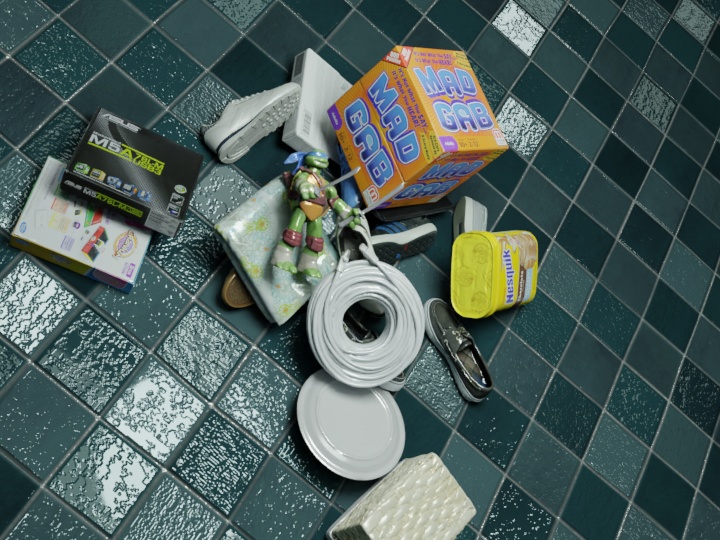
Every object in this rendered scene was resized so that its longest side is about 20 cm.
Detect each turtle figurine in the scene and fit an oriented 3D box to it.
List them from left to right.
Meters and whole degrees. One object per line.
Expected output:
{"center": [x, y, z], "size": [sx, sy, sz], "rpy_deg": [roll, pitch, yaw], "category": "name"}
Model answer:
{"center": [-0.055, -0.084, 1.446], "size": [0.196, 0.144, 0.198], "rpy_deg": [19, 95, 8], "category": "turtle figurine"}

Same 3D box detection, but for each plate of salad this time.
{"center": [-0.017, 0.250, 1.497], "size": [0.196, 0.048, 0.204], "rpy_deg": [17, 51, -21], "category": "plate of salad"}

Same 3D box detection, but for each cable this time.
{"center": [0.006, 0.084, 1.493], "size": [0.199, 0.069, 0.202], "rpy_deg": [37, 87, -10], "category": "cable"}

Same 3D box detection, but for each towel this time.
{"center": [-0.131, -0.036, 1.518], "size": [0.171, 0.048, 0.202], "rpy_deg": [-42, 111, -33], "category": "towel"}

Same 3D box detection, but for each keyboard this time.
{"center": [0.076, -0.143, 1.728], "size": [0.197, 0.021, 0.128], "rpy_deg": [-11, 52, -41], "category": "keyboard"}

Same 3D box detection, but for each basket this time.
{"center": [0.068, 0.395, 1.431], "size": [0.199, 0.123, 0.136], "rpy_deg": [-36, 86, -35], "category": "basket"}

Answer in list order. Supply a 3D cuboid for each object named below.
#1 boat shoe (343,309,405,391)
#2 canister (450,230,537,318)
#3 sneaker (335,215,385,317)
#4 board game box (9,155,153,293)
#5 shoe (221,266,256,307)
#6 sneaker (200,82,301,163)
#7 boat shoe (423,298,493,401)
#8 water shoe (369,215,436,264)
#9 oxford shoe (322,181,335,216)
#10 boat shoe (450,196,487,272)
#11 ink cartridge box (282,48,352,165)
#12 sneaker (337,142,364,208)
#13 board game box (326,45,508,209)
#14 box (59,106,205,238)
{"center": [0.004, 0.126, 1.555], "size": [0.199, 0.057, 0.069], "rpy_deg": [40, 28, -3], "category": "boat shoe"}
{"center": [0.250, 0.001, 1.675], "size": [0.198, 0.085, 0.153], "rpy_deg": [-8, 100, -55], "category": "canister"}
{"center": [0.000, 0.000, 1.571], "size": [0.088, 0.074, 0.203], "rpy_deg": [-81, 150, -70], "category": "sneaker"}
{"center": [-0.431, -0.072, 1.450], "size": [0.197, 0.040, 0.156], "rpy_deg": [24, 58, -15], "category": "board game box"}
{"center": [-0.166, -0.006, 1.553], "size": [0.200, 0.053, 0.071], "rpy_deg": [-43, 113, -31], "category": "shoe"}
{"center": [-0.192, -0.281, 1.626], "size": [0.199, 0.077, 0.081], "rpy_deg": [-38, 69, -14], "category": "sneaker"}
{"center": [0.180, 0.136, 1.642], "size": [0.068, 0.057, 0.203], "rpy_deg": [-21, 78, -32], "category": "boat shoe"}
{"center": [0.048, -0.060, 1.684], "size": [0.197, 0.072, 0.079], "rpy_deg": [-13, 50, -35], "category": "water shoe"}
{"center": [-0.110, -0.115, 1.613], "size": [0.198, 0.073, 0.072], "rpy_deg": [-31, 82, -35], "category": "oxford shoe"}
{"center": [0.218, -0.047, 1.750], "size": [0.070, 0.070, 0.205], "rpy_deg": [15, 60, -18], "category": "boat shoe"}
{"center": [-0.064, -0.292, 1.742], "size": [0.172, 0.043, 0.204], "rpy_deg": [33, 52, -40], "category": "ink cartridge box"}
{"center": [-0.019, -0.199, 1.675], "size": [0.078, 0.065, 0.204], "rpy_deg": [35, 48, -36], "category": "sneaker"}
{"center": [0.100, -0.250, 1.620], "size": [0.198, 0.199, 0.204], "rpy_deg": [-11, 73, -47], "category": "board game box"}
{"center": [-0.365, -0.162, 1.487], "size": [0.197, 0.048, 0.195], "rpy_deg": [24, 39, -14], "category": "box"}
